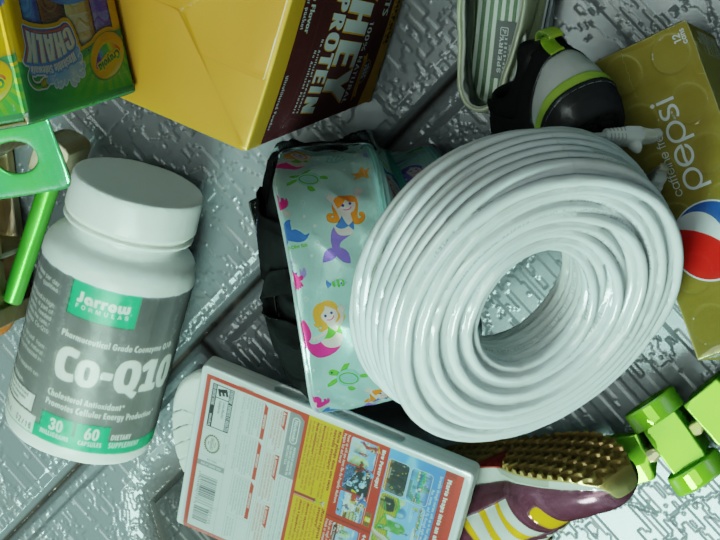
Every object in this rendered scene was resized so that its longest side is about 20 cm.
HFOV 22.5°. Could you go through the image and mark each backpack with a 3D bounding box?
[{"bbox_3d":[0.000,0.000,1.176,0.150,0.200,0.178,-8,99,3],"label":"backpack"}]

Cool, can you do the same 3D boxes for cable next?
[{"bbox_3d":[0.092,0.011,1.055,0.069,0.200,0.200,50,132,47],"label":"cable"}]

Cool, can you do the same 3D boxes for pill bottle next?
[{"bbox_3d":[-0.182,0.028,1.300,0.113,0.113,0.200,22,110,16],"label":"pill bottle"}]

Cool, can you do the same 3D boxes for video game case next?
[{"bbox_3d":[-0.027,0.153,1.240,0.200,0.017,0.143,21,123,14],"label":"video game case"}]

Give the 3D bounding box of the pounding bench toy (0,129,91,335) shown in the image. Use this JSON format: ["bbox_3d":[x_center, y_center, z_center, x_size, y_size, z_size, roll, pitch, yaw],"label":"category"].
[{"bbox_3d":[-0.285,-0.019,1.324,0.200,0.124,0.156,-1,102,22],"label":"pounding bench toy"}]

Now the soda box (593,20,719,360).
[{"bbox_3d":[0.214,-0.048,1.122,0.068,0.064,0.200,-23,77,25],"label":"soda box"}]

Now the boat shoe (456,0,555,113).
[{"bbox_3d":[0.096,-0.197,1.161,0.072,0.062,0.201,5,105,21],"label":"boat shoe"}]

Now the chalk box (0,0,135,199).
[{"bbox_3d":[-0.221,-0.139,1.048,0.124,0.124,0.200,-7,100,24],"label":"chalk box"}]

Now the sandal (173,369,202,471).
[{"bbox_3d":[-0.080,0.157,1.324,0.082,0.050,0.203,-3,114,37],"label":"sandal"}]

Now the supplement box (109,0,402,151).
[{"bbox_3d":[-0.096,-0.188,1.165,0.197,0.200,0.133,24,111,15],"label":"supplement box"}]

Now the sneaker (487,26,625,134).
[{"bbox_3d":[0.118,-0.084,1.146,0.083,0.072,0.200,58,158,23],"label":"sneaker"}]

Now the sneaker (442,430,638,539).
[{"bbox_3d":[0.116,0.163,1.217,0.200,0.075,0.090,-6,105,52],"label":"sneaker"}]

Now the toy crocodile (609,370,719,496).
[{"bbox_3d":[0.240,0.086,1.180,0.200,0.062,0.068,-36,88,20],"label":"toy crocodile"}]
